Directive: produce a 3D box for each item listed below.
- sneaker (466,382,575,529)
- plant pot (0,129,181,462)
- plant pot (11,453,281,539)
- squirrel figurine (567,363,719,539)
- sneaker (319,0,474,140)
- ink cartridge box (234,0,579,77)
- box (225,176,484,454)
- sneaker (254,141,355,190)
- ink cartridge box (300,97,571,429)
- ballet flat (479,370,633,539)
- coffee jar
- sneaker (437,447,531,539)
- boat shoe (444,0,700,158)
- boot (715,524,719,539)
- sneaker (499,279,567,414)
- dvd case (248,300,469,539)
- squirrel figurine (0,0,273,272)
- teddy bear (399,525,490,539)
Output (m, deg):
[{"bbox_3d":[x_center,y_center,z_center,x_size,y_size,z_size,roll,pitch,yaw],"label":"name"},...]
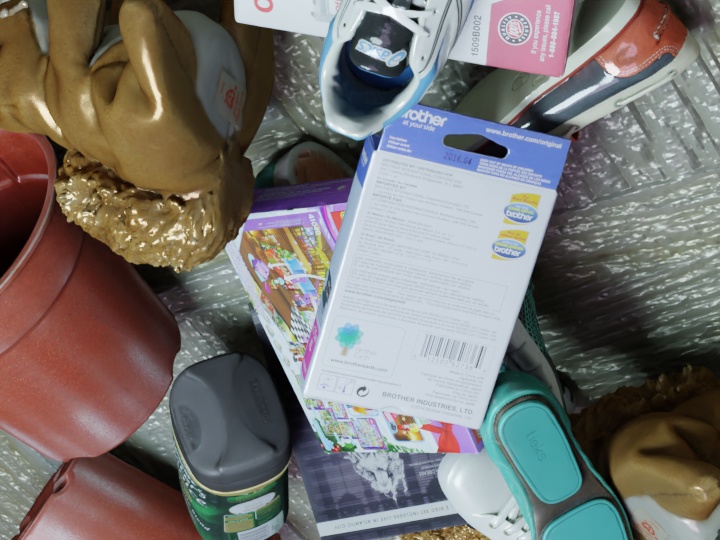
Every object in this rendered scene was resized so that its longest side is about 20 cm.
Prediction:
[{"bbox_3d":[0.073,0.155,1.254,0.076,0.116,0.200,39,134,-27],"label":"sneaker"},{"bbox_3d":[-0.245,0.030,1.187,0.200,0.202,0.195,-11,139,29],"label":"plant pot"},{"bbox_3d":[-0.204,0.263,1.417,0.195,0.201,0.201,35,136,-8],"label":"plant pot"},{"bbox_3d":[0.249,0.111,1.125,0.200,0.186,0.142,21,145,52],"label":"squirrel figurine"},{"bbox_3d":[0.027,-0.148,0.849,0.072,0.073,0.200,20,137,-2],"label":"sneaker"},{"bbox_3d":[0.029,-0.200,0.908,0.199,0.083,0.147,10,139,8],"label":"ink cartridge box"},{"bbox_3d":[-0.002,0.034,1.090,0.136,0.039,0.201,-4,120,39],"label":"box"},{"bbox_3d":[0.000,0.000,1.143,0.200,0.071,0.080,49,141,-10],"label":"sneaker"},{"bbox_3d":[0.044,-0.005,0.996,0.119,0.042,0.201,12,113,-12],"label":"ink cartridge box"},{"bbox_3d":[0.132,0.145,1.088,0.067,0.070,0.201,-25,117,2],"label":"ballet flat"},{"bbox_3d":[-0.102,0.143,1.275,0.085,0.105,0.200,-17,157,-12],"label":"coffee jar"},{"bbox_3d":[0.144,0.184,1.153,0.200,0.073,0.085,35,-179,-25],"label":"sneaker"},{"bbox_3d":[0.117,-0.102,1.000,0.062,0.071,0.200,34,132,-22],"label":"boat shoe"},{"bbox_3d":[0.301,0.224,1.053,0.199,0.073,0.183,7,112,-40],"label":"boot"},{"bbox_3d":[0.098,0.028,1.113,0.077,0.091,0.201,-8,119,36],"label":"sneaker"},{"bbox_3d":[0.005,0.102,1.214,0.148,0.016,0.201,-15,93,32],"label":"dvd case"},{"bbox_3d":[-0.160,-0.090,1.018,0.186,0.141,0.201,2,111,26],"label":"squirrel figurine"},{"bbox_3d":[0.111,0.224,1.356,0.199,0.067,0.145,-9,130,27],"label":"teddy bear"}]
